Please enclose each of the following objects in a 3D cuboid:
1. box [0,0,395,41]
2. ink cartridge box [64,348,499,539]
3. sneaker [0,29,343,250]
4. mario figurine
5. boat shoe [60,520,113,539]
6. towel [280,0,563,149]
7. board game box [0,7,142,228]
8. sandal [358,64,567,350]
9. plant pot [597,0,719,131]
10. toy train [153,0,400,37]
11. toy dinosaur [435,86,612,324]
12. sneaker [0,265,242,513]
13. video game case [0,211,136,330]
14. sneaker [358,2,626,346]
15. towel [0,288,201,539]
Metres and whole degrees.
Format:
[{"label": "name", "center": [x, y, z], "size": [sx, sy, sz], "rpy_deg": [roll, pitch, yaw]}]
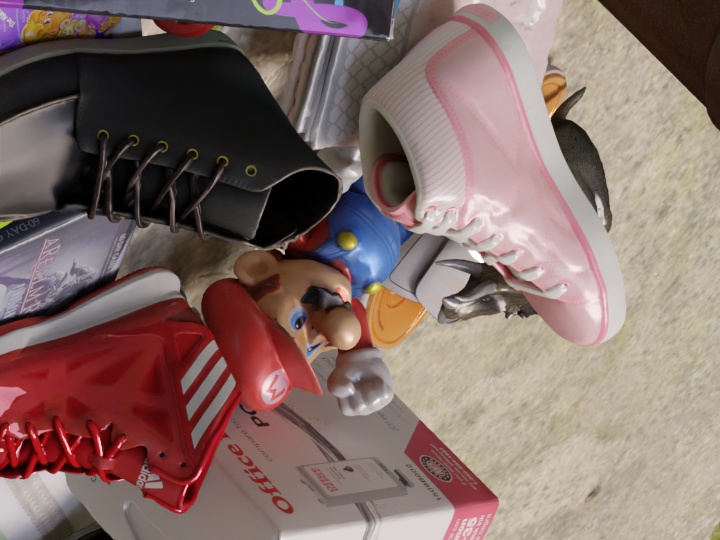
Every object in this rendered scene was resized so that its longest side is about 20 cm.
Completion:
[{"label": "box", "center": [-0.073, -0.176, 1.162], "size": [0.200, 0.036, 0.143], "rpy_deg": [4, 102, -20]}, {"label": "ink cartridge box", "center": [-0.042, 0.122, 1.535], "size": [0.200, 0.147, 0.083], "rpy_deg": [-2, 130, -52]}, {"label": "sneaker", "center": [-0.104, -0.049, 1.245], "size": [0.200, 0.106, 0.075], "rpy_deg": [-20, 141, -37]}, {"label": "mario figurine", "center": [0.000, 0.000, 1.501], "size": [0.200, 0.123, 0.106], "rpy_deg": [-51, -175, -25]}, {"label": "boat shoe", "center": [-0.174, 0.190, 1.540], "size": [0.201, 0.072, 0.060], "rpy_deg": [-29, 137, -24]}, {"label": "towel", "center": [0.049, -0.160, 1.442], "size": [0.191, 0.032, 0.200], "rpy_deg": [-10, 122, -47]}, {"label": "board game box", "center": [-0.166, -0.107, 1.250], "size": [0.134, 0.045, 0.200], "rpy_deg": [-33, 148, -23]}, {"label": "sandal", "center": [0.069, -0.027, 1.647], "size": [0.079, 0.059, 0.207], "rpy_deg": [9, 120, -56]}, {"label": "plant pot", "center": [0.220, -0.176, 1.521], "size": [0.200, 0.198, 0.200], "rpy_deg": [-32, 147, -24]}, {"label": "toy train", "center": [-0.035, -0.189, 1.229], "size": [0.200, 0.115, 0.085], "rpy_deg": [92, 6, -50]}, {"label": "toy dinosaur", "center": [0.115, -0.031, 1.573], "size": [0.102, 0.077, 0.200], "rpy_deg": [82, 32, -57]}, {"label": "sneaker", "center": [-0.145, 0.083, 1.391], "size": [0.200, 0.116, 0.078], "rpy_deg": [-31, 160, -24]}, {"label": "video game case", "center": [-0.201, 0.028, 1.367], "size": [0.200, 0.019, 0.143], "rpy_deg": [-25, 158, -33]}, {"label": "sneaker", "center": [0.061, -0.029, 1.437], "size": [0.105, 0.075, 0.200], "rpy_deg": [-35, 116, -24]}, {"label": "towel", "center": [-0.156, 0.106, 1.543], "size": [0.200, 0.031, 0.149], "rpy_deg": [-41, 150, -11]}]
